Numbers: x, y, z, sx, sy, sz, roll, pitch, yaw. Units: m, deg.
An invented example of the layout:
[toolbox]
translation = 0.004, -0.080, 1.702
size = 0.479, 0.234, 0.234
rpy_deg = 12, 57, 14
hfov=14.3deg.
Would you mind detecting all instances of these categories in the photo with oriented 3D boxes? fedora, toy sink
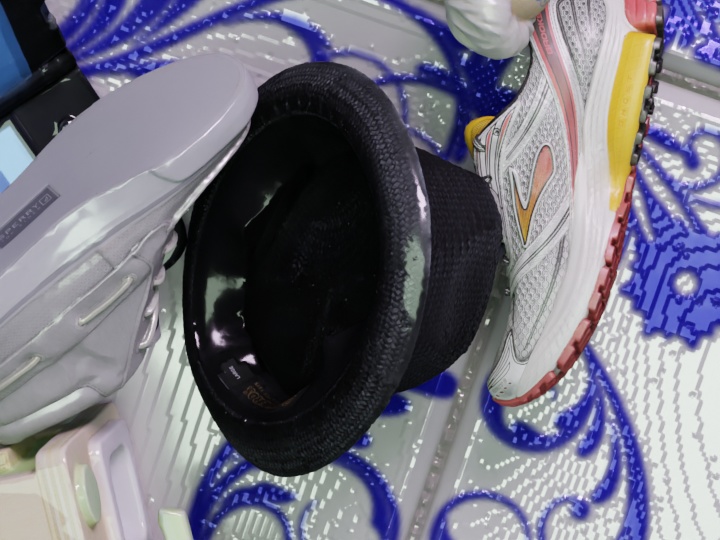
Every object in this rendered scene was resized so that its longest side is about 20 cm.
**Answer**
[fedora]
translation = 0.000, 0.000, 1.313
size = 0.091, 0.200, 0.201
rpy_deg = 1, 102, -35
[toy sink]
translation = -0.156, 0.133, 1.352
size = 0.199, 0.130, 0.112
rpy_deg = -12, 97, 8

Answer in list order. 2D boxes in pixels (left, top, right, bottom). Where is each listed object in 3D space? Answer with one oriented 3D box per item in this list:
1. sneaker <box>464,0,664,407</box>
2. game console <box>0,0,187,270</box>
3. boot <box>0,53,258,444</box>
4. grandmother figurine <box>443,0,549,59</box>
[sneaker]
translation = 0.086, -0.036, 1.335
size = 0.082, 0.078, 0.201
rpy_deg = 12, 91, 8
[game console]
translation = -0.197, -0.026, 1.311
size = 0.200, 0.118, 0.171
rpy_deg = -35, 95, -8
[boot]
translation = -0.114, -0.008, 1.315
size = 0.200, 0.074, 0.096
rpy_deg = -38, 130, -2
[grandmother figurine]
translation = 0.099, -0.185, 1.284
size = 0.121, 0.061, 0.200
rpy_deg = 33, 88, -32
